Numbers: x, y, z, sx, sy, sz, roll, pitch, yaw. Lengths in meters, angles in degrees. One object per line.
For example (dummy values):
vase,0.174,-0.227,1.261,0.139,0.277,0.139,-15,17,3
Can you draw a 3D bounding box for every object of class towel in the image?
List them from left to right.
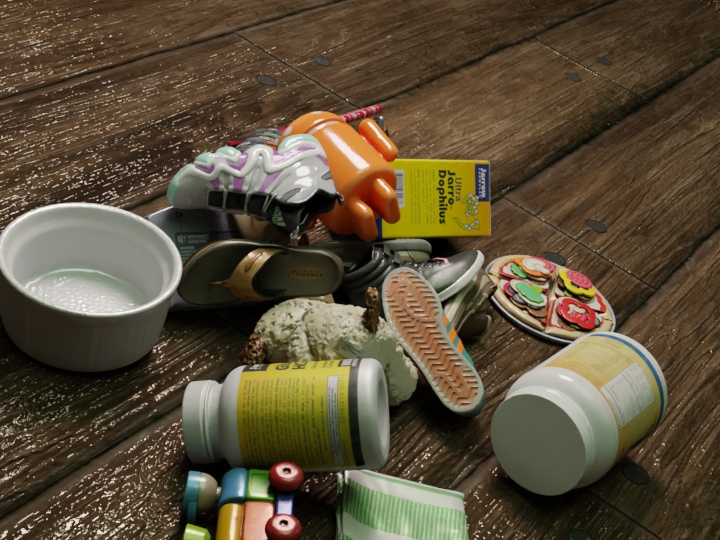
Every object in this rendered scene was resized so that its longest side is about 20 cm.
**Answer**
towel,-0.082,-0.210,1.835,0.200,0.023,0.145,-23,11,-42
towel,0.044,0.286,1.267,0.152,0.023,0.200,16,32,-10

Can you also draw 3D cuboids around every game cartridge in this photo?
game cartridge,-0.169,-0.021,1.517,0.200,0.041,0.133,-3,84,-33

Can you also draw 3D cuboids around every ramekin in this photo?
ramekin,-0.304,0.021,1.378,0.200,0.098,0.201,11,35,-8

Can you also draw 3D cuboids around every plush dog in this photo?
plush dog,-0.047,0.083,1.423,0.172,0.161,0.200,15,24,37

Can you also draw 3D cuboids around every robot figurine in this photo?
robot figurine,-0.034,-0.125,1.599,0.117,0.144,0.200,1,39,-53

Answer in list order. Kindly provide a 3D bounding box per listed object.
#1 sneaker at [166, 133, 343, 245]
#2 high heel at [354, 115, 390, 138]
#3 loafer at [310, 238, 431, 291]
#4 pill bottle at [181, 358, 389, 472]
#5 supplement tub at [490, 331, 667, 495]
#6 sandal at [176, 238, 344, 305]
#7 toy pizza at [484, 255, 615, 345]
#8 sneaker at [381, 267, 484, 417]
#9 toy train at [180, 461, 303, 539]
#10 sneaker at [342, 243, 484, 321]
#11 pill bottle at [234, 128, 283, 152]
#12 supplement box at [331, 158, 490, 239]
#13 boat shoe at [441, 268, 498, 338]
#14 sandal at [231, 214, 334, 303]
sneaker,-0.116,-0.079,1.454,0.200,0.078,0.140,-19,58,-15
high heel,0.001,-0.205,1.853,0.071,0.143,0.200,9,34,-18
loafer,0.000,0.000,1.611,0.200,0.075,0.070,-4,77,-13
pill bottle,-0.075,0.150,1.270,0.200,0.113,0.113,-4,32,8
supplement tub,0.255,0.166,1.451,0.145,0.145,0.200,37,36,23
sandal,-0.114,0.010,1.454,0.200,0.082,0.055,3,20,-14
toy pizza,0.271,0.033,1.761,0.200,0.032,0.200,15,33,-10
sneaker,0.086,0.092,1.500,0.071,0.080,0.200,-27,70,0
toy train,-0.117,0.264,1.161,0.116,0.085,0.200,6,34,-4
sneaker,0.064,-0.002,1.569,0.200,0.099,0.071,-30,11,-21
pill bottle,-0.151,-0.108,1.658,0.106,0.106,0.200,25,33,7
supplement box,0.071,-0.098,1.734,0.200,0.110,0.109,-2,2,-32
boat shoe,0.138,0.056,1.617,0.075,0.075,0.202,35,37,-3
sandal,-0.081,-0.029,1.512,0.078,0.070,0.212,-32,96,-33
